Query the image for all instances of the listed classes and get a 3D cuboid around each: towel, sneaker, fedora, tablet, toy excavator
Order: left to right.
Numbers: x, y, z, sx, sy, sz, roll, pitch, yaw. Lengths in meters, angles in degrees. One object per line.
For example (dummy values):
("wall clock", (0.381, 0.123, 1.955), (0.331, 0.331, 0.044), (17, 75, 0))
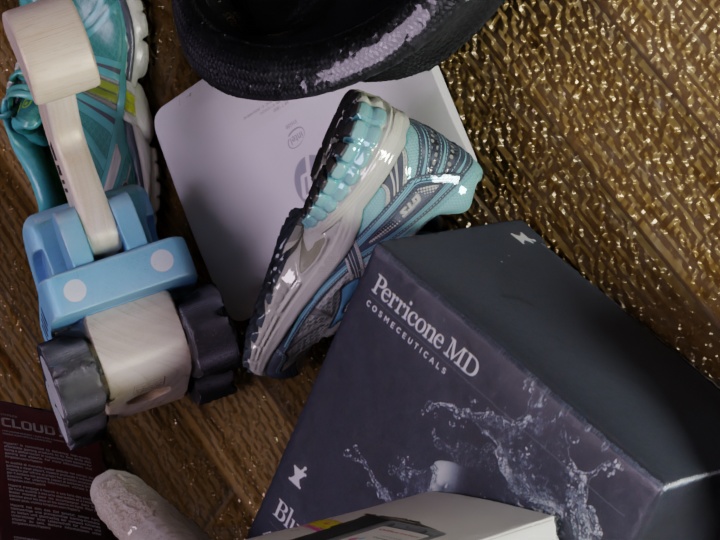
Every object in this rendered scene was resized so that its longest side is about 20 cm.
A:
("sneaker", (-0.163, -0.103, 1.466), (0.077, 0.080, 0.200), (-14, 86, 43))
("toy excavator", (-0.143, -0.025, 1.388), (0.194, 0.100, 0.200), (111, 138, -74))
("towel", (-0.049, 0.182, 1.338), (0.034, 0.200, 0.133), (-47, 45, -5))
("tablet", (-0.028, -0.067, 1.394), (0.200, 0.014, 0.130), (-31, 76, 41))
("sneaker", (0.000, 0.000, 1.336), (0.086, 0.078, 0.200), (21, 139, -6))
("fedora", (0.007, -0.152, 1.280), (0.201, 0.092, 0.201), (-15, 61, 30))

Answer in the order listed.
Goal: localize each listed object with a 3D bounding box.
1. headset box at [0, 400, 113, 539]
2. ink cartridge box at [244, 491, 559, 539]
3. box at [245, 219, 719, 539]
("headset box", (-0.203, 0.183, 1.508), (0.149, 0.075, 0.200), (-56, 32, 35))
("ink cartridge box", (-0.008, 0.186, 1.130), (0.086, 0.200, 0.148), (10, 103, 40))
("box", (0.070, 0.113, 1.263), (0.197, 0.117, 0.200), (40, 120, 31))
